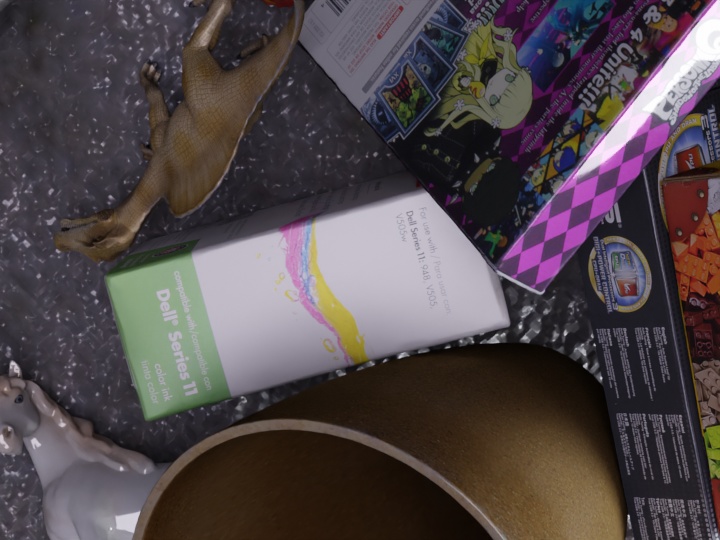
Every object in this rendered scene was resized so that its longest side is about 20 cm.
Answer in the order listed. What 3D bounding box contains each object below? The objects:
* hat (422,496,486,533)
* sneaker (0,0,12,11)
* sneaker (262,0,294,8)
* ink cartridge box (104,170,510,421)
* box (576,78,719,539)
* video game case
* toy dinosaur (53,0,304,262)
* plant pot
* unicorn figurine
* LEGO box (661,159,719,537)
[{"bbox_3d":[0.030,0.201,0.923,0.199,0.081,0.203,0,98,2],"label":"hat"},{"bbox_3d":[-0.196,-0.125,0.879,0.075,0.082,0.200,45,98,-5],"label":"sneaker"},{"bbox_3d":[-0.075,-0.203,0.865,0.077,0.073,0.201,-42,101,-31],"label":"sneaker"},{"bbox_3d":[0.000,0.000,0.873,0.198,0.117,0.068,-15,97,5],"label":"ink cartridge box"},{"bbox_3d":[0.163,0.015,0.855,0.044,0.160,0.202,-4,101,45],"label":"box"},{"bbox_3d":[0.078,-0.121,0.785,0.036,0.181,0.200,27,107,-43],"label":"video game case"},{"bbox_3d":[-0.059,-0.072,0.864,0.058,0.102,0.200,26,134,-24],"label":"toy dinosaur"},{"bbox_3d":[0.033,0.110,0.833,0.185,0.200,0.188,10,113,24],"label":"plant pot"},{"bbox_3d":[-0.102,0.111,0.911,0.198,0.138,0.074,10,140,-21],"label":"unicorn figurine"},{"bbox_3d":[0.220,0.014,0.827,0.077,0.199,0.150,-4,100,45],"label":"LEGO box"}]
